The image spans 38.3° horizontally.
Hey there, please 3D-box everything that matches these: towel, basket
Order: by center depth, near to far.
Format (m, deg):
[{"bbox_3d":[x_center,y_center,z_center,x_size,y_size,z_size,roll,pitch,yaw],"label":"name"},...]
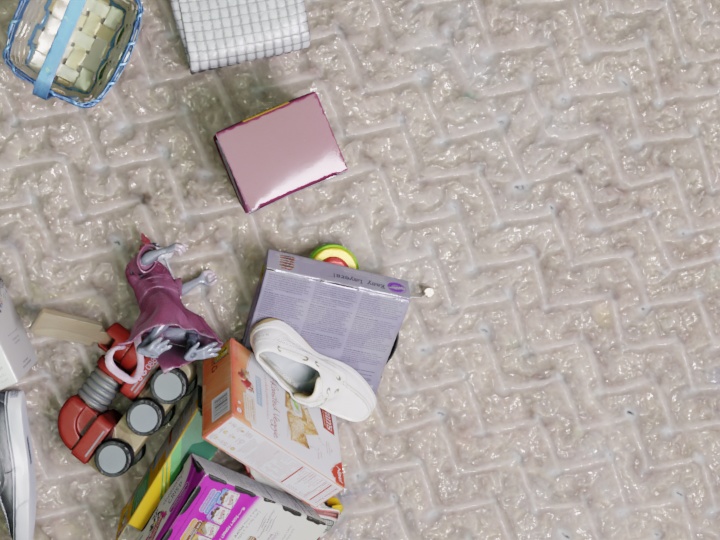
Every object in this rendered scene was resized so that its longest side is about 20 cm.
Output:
[{"bbox_3d":[-0.334,-0.284,1.213,0.139,0.200,0.177,25,93,-10],"label":"basket"},{"bbox_3d":[-0.159,-0.360,1.295,0.165,0.086,0.201,-13,100,-5],"label":"towel"}]

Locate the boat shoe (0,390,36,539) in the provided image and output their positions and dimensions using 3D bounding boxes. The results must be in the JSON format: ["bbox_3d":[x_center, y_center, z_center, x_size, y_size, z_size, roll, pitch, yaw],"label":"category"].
[{"bbox_3d":[-0.455,0.255,1.322,0.067,0.072,0.201,-6,95,-10],"label":"boat shoe"}]

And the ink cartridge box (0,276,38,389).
[{"bbox_3d":[-0.509,0.060,1.254,0.147,0.145,0.201,-23,99,-5],"label":"ink cartridge box"}]

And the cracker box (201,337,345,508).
[{"bbox_3d":[-0.108,0.192,1.298,0.058,0.134,0.200,-36,125,20],"label":"cracker box"}]

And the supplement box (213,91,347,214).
[{"bbox_3d":[-0.104,-0.143,1.266,0.130,0.200,0.104,-23,100,-6],"label":"supplement box"}]

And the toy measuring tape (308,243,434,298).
[{"bbox_3d":[0.000,0.000,1.366,0.199,0.074,0.074,2,96,-9],"label":"toy measuring tape"}]

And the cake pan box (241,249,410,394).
[{"bbox_3d":[-0.047,0.078,1.337,0.199,0.052,0.185,12,125,-9],"label":"cake pan box"}]

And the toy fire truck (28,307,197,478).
[{"bbox_3d":[-0.333,0.142,1.312,0.200,0.129,0.176,38,90,1],"label":"toy fire truck"}]

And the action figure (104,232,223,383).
[{"bbox_3d":[-0.252,0.040,1.292,0.149,0.200,0.134,-33,143,0],"label":"action figure"}]

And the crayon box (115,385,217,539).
[{"bbox_3d":[-0.239,0.257,1.328,0.051,0.126,0.200,32,91,-11],"label":"crayon box"}]

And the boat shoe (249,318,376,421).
[{"bbox_3d":[-0.061,0.143,1.309,0.200,0.069,0.071,36,116,-23],"label":"boat shoe"}]

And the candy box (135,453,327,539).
[{"bbox_3d":[-0.158,0.327,1.282,0.200,0.061,0.137,33,92,-33],"label":"candy box"}]

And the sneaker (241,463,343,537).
[{"bbox_3d":[-0.099,0.272,1.383,0.082,0.078,0.200,-38,110,-7],"label":"sneaker"}]
